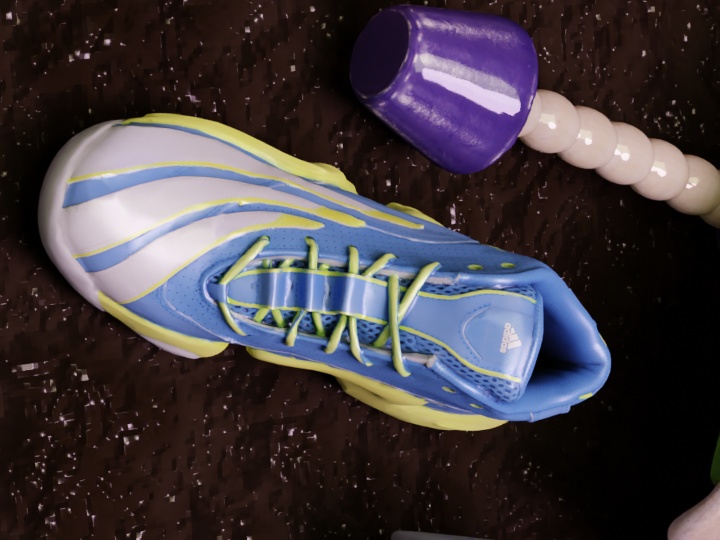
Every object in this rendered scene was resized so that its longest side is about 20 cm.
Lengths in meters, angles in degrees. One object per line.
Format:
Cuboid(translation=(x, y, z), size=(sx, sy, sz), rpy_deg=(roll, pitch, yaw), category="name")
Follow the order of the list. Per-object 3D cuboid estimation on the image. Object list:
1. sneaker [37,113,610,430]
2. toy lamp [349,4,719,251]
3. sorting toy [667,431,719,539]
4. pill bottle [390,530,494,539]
Cuboid(translation=(0.000, 0.000, 0.870), size=(0.200, 0.105, 0.076), rpy_deg=(19, 79, -36), category="sneaker")
Cuboid(translation=(0.082, -0.044, 0.961), size=(0.200, 0.058, 0.058), rpy_deg=(20, 79, -34), category="toy lamp")
Cuboid(translation=(0.172, 0.043, 1.004), size=(0.200, 0.036, 0.185), rpy_deg=(-60, 152, -17), category="sorting toy")
Cuboid(translation=(0.039, 0.189, 0.897), size=(0.112, 0.112, 0.201), rpy_deg=(10, 84, -36), category="pill bottle")
